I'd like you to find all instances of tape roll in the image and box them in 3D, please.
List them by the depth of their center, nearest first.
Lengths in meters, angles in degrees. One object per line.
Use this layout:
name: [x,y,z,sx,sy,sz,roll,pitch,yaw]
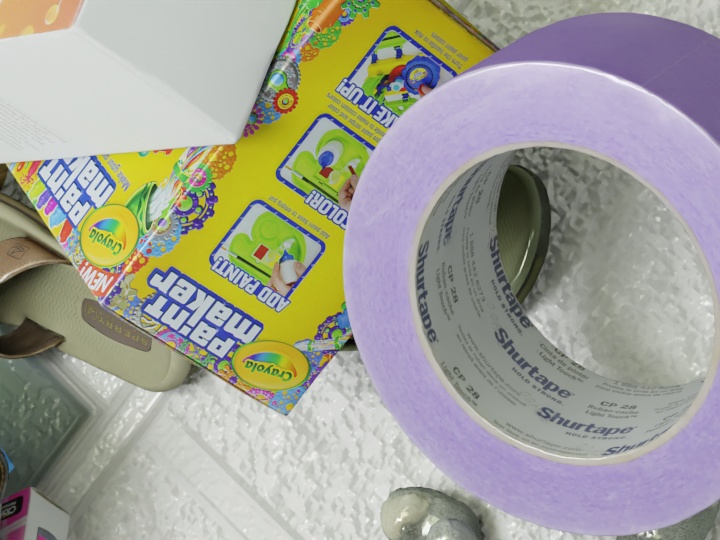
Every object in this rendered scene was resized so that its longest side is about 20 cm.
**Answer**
tape roll: [0.098,0.001,1.012,0.199,0.085,0.202,11,113,27]

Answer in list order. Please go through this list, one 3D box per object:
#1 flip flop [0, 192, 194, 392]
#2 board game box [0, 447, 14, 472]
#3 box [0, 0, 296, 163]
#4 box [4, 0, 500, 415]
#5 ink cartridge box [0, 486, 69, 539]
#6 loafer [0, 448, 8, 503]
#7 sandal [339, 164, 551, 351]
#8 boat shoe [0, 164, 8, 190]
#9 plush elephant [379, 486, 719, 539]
flip flop: [-0.173,0.016,1.246,0.199,0.058,0.082,23,130,24]
board game box: [-0.304,0.110,1.185,0.199,0.056,0.196,29,69,33]
box: [-0.126,-0.126,1.083,0.199,0.097,0.125,-2,62,49]
box: [-0.053,-0.077,1.147,0.193,0.122,0.200,-52,37,7]
ink cartridge box: [-0.194,0.207,1.187,0.094,0.037,0.201,-25,45,29]
loafer: [-0.209,0.165,1.102,0.072,0.073,0.201,24,84,41]
sandal: [-0.001,0.001,1.177,0.200,0.057,0.080,-15,70,24]
boat shoe: [-0.211,-0.091,1.264,0.201,0.071,0.066,118,156,-49]
plush elephant: [0.054,0.170,1.055,0.163,0.155,0.202,-1,77,26]
